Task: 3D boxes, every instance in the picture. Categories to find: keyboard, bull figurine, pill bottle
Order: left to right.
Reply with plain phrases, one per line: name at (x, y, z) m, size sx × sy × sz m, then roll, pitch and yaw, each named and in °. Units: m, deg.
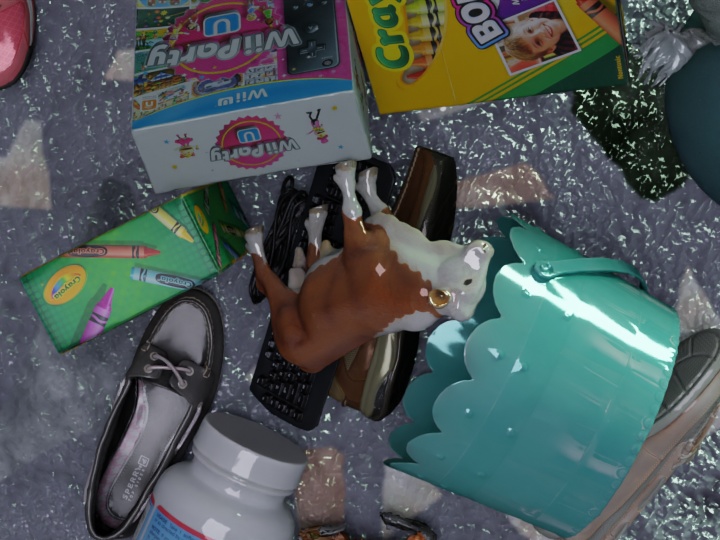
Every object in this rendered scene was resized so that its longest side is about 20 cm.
pill bottle at (-0.115, 0.211, 1.175) m, size 0.108 × 0.109 × 0.201 m, roll 24°, pitch 98°, yaw 0°
keyboard at (-0.045, 0.006, 1.152) m, size 0.104 × 0.040 × 0.201 m, roll 25°, pitch 100°, yaw 45°
bull figurine at (0.000, 0.000, 1.061) m, size 0.200 × 0.065 × 0.122 m, roll -30°, pitch 75°, yaw 44°

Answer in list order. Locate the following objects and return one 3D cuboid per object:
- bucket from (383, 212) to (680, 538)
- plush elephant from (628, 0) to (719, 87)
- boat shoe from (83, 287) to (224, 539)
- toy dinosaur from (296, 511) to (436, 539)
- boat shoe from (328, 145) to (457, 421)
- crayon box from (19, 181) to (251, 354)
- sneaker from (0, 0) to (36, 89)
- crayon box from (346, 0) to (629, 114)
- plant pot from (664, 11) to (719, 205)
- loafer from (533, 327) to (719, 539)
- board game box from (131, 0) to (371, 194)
bucket at (0.118, 0.074, 1.100) m, size 0.134 × 0.207 × 0.208 m, roll 26°, pitch 98°, yaw -4°
plush elephant at (0.227, -0.230, 1.023) m, size 0.200 × 0.165 × 0.155 m, roll -33°, pitch 118°, yaw 15°
boat shoe at (-0.152, 0.111, 1.190) m, size 0.067 × 0.057 × 0.201 m, roll 22°, pitch 98°, yaw 0°
toy dinosaur at (0.039, 0.256, 1.185) m, size 0.199 × 0.102 × 0.136 m, roll 18°, pitch 81°, yaw 22°
boat shoe at (0.014, 0.006, 1.161) m, size 0.074 × 0.076 × 0.201 m, roll 18°, pitch 96°, yaw 14°
crayon box at (-0.145, -0.008, 1.103) m, size 0.118 × 0.200 × 0.058 m, roll -26°, pitch 95°, yaw 6°
sneaker at (-0.283, -0.227, 1.141) m, size 0.073 × 0.087 × 0.201 m, roll -6°, pitch 97°, yaw 5°
crayon box at (0.075, -0.202, 1.039) m, size 0.172 × 0.058 × 0.200 m, roll -7°, pitch 132°, yaw 13°
plant pot at (0.317, -0.120, 1.096) m, size 0.199 × 0.135 × 0.201 m, roll 0°, pitch 97°, yaw 3°
loafer at (0.210, 0.129, 1.174) m, size 0.063 × 0.072 × 0.200 m, roll 37°, pitch 104°, yaw -18°
board game box at (-0.074, -0.152, 1.087) m, size 0.147 × 0.200 × 0.064 m, roll -10°, pitch 138°, yaw 5°
